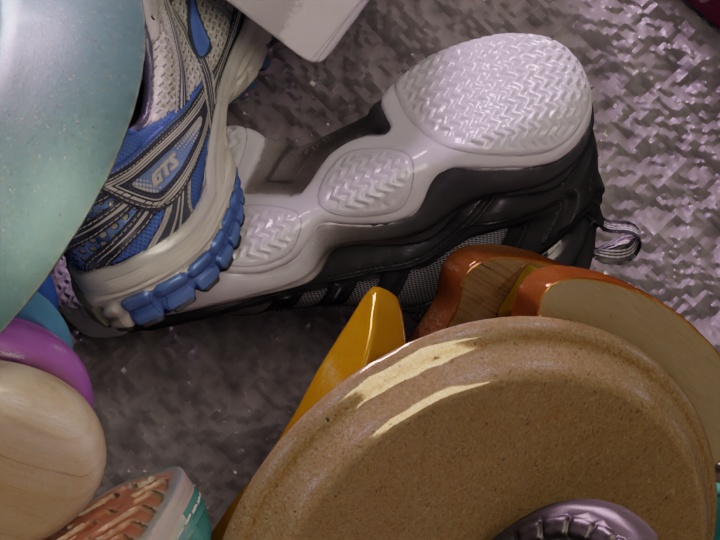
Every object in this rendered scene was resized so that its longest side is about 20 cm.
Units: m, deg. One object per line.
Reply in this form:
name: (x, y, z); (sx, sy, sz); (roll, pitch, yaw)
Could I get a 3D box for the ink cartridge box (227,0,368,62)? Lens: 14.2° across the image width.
ink cartridge box: (-0.046, -0.178, 1.032); (0.176, 0.045, 0.200); (35, 35, -3)

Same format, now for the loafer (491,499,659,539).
loafer: (0.050, 0.164, 0.940); (0.073, 0.200, 0.071); (35, 17, 36)

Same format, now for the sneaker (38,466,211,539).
sneaker: (-0.088, 0.148, 0.880); (0.080, 0.071, 0.200); (54, 41, -24)

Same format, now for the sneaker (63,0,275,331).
sneaker: (-0.078, -0.080, 0.981); (0.077, 0.085, 0.200); (-20, 44, 17)

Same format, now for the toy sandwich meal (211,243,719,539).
toy sandwich meal: (0.033, 0.085, 0.970); (0.205, 0.205, 0.070); (-11, 29, -20)

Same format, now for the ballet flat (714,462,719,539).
ballet flat: (0.202, 0.111, 1.040); (0.200, 0.068, 0.068); (32, 51, 0)

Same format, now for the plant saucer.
plant saucer: (-0.154, -0.036, 0.908); (0.036, 0.200, 0.200); (41, 59, -37)

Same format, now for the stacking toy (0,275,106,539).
stacking toy: (-0.135, -0.005, 0.953); (0.085, 0.085, 0.200); (3, 46, -16)

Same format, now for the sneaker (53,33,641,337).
sneaker: (0.000, 0.000, 1.011); (0.200, 0.114, 0.076); (-21, 41, 11)

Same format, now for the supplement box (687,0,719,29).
supplement box: (0.224, -0.110, 1.092); (0.200, 0.131, 0.103); (42, 66, 2)
